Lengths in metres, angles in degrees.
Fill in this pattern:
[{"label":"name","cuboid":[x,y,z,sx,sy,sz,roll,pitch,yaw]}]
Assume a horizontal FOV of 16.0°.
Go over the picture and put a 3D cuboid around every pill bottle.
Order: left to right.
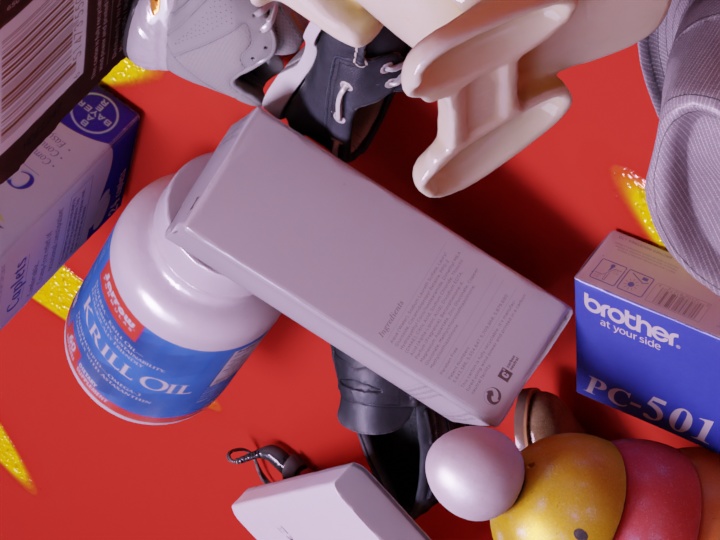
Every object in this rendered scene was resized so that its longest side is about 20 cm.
[{"label":"pill bottle","cuboid":[-0.103,0.008,1.527,0.112,0.112,0.200,39,149,2]}]

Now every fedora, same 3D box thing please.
[{"label":"fedora","cuboid":[0.188,-0.052,1.161,0.177,0.090,0.200,13,139,37]}]

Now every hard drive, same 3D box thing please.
[{"label":"hard drive","cuboid":[-0.002,0.183,1.622,0.132,0.027,0.200,48,159,-7]}]

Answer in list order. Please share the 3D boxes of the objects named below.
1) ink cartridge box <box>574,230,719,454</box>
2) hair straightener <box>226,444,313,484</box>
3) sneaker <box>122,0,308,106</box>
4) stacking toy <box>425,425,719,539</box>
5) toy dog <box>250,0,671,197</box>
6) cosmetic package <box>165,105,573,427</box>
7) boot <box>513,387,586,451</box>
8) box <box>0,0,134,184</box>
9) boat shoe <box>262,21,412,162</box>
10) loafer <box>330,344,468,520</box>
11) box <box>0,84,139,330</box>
[{"label":"ink cartridge box","cuboid":[0.207,0.058,1.325,0.200,0.044,0.094,23,143,26]},{"label":"hair straightener","cuboid":[-0.015,0.189,1.728,0.200,0.041,0.077,39,149,0]},{"label":"sneaker","cuboid":[-0.065,-0.157,1.329,0.092,0.076,0.200,27,155,6]},{"label":"stacking toy","cuboid":[0.117,0.135,1.351,0.200,0.146,0.146,23,156,-24]},{"label":"toy dog","cuboid":[0.035,-0.169,1.119,0.200,0.194,0.140,55,179,20]},{"label":"cosmetic package","cuboid":[0.000,0.000,1.375,0.200,0.081,0.113,34,173,-9]},{"label":"boot","cuboid":[0.153,0.138,1.480,0.075,0.074,0.200,-15,124,30]},{"label":"box","cuboid":[-0.222,-0.187,1.355,0.200,0.164,0.166,33,149,12]},{"label":"boat shoe","cuboid":[0.006,-0.115,1.300,0.060,0.076,0.200,40,161,2]},{"label":"loafer","cuboid":[0.017,0.067,1.513,0.068,0.070,0.201,13,140,36]},{"label":"box","cuboid":[-0.265,-0.057,1.530,0.184,0.200,0.105,35,148,8]}]
